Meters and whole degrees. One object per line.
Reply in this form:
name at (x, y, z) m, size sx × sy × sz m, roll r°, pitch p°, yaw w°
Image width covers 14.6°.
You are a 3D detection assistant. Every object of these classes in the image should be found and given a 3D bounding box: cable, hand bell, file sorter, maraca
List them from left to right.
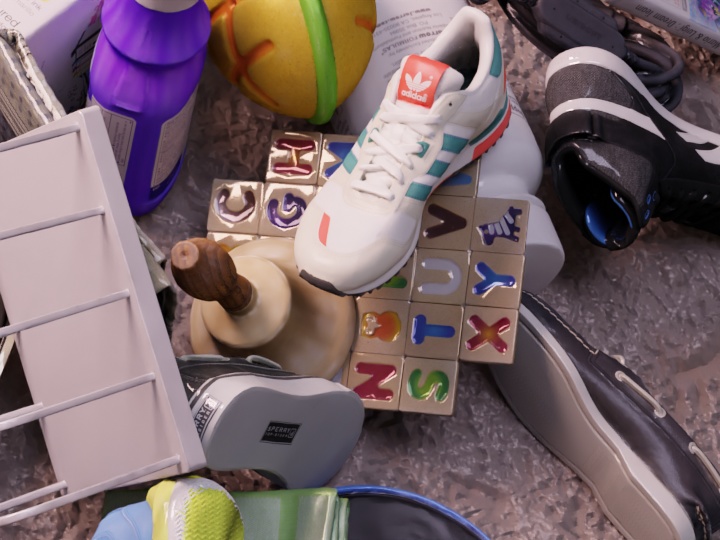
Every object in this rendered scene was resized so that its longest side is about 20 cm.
file sorter at (-0.194, 0.033, 1.512) m, size 0.124 × 0.139 × 0.201 m, roll -17°, pitch 90°, yaw -37°
hand bell at (-0.075, 0.012, 1.605) m, size 0.104 × 0.200 × 0.105 m, roll -3°, pitch 78°, yaw 13°
maraca at (-0.054, -0.175, 1.727) m, size 0.107 × 0.137 × 0.200 m, roll -14°, pitch 48°, yaw -15°
cable at (0.132, -0.166, 1.860) m, size 0.200 × 0.051 × 0.163 m, roll 26°, pitch 12°, yaw -32°

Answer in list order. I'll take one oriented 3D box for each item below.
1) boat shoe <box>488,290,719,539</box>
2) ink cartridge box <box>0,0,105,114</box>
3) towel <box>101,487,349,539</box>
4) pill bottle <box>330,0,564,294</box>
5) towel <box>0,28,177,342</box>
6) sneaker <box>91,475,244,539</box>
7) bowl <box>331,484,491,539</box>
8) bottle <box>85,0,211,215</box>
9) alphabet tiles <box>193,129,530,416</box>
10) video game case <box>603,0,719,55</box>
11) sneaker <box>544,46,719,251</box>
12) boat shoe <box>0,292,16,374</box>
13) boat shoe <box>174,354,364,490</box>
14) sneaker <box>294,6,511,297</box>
boat shoe at (0.150, 0.086, 1.721) m, size 0.060 × 0.074 × 0.200 m, roll -32°, pitch 75°, yaw -32°
ink cartridge box at (-0.220, -0.179, 1.733) m, size 0.147 × 0.145 × 0.200 m, roll 40°, pitch 54°, yaw 11°
towel at (-0.085, 0.211, 1.552) m, size 0.149 × 0.031 × 0.201 m, roll 0°, pitch 61°, yaw 8°
pill bottle at (0.051, -0.075, 1.769) m, size 0.114 × 0.114 × 0.200 m, roll -11°, pitch 62°, yaw -24°
towel at (-0.159, -0.019, 1.620) m, size 0.034 × 0.193 × 0.200 m, roll -25°, pitch 67°, yaw -21°
sneaker at (-0.113, 0.213, 1.516) m, size 0.076 × 0.105 × 0.201 m, roll 22°, pitch 66°, yaw -41°
bowl at (0.011, 0.213, 1.614) m, size 0.200 × 0.039 × 0.201 m, roll 8°, pitch 56°, yaw -12°
bottle at (-0.129, -0.118, 1.687) m, size 0.065 × 0.200 × 0.084 m, roll 19°, pitch 54°, yaw 1°
alphabet tiles at (0.000, 0.000, 1.698) m, size 0.199 × 0.006 × 0.167 m, roll 5°, pitch 80°, yaw 14°
video game case at (0.222, -0.240, 1.946) m, size 0.182 × 0.024 × 0.201 m, roll 20°, pitch 49°, yaw -36°
sneaker at (0.186, -0.045, 1.791) m, size 0.200 × 0.073 × 0.112 m, roll 34°, pitch 47°, yaw -28°
boat shoe at (-0.240, 0.067, 1.609) m, size 0.063 × 0.074 × 0.202 m, roll 22°, pitch 58°, yaw -12°
boat shoe at (-0.060, 0.079, 1.609) m, size 0.064 × 0.200 × 0.071 m, roll 32°, pitch 93°, yaw 25°
sneaker at (0.022, -0.075, 1.635) m, size 0.070 × 0.094 × 0.200 m, roll 25°, pitch 54°, yaw 23°
